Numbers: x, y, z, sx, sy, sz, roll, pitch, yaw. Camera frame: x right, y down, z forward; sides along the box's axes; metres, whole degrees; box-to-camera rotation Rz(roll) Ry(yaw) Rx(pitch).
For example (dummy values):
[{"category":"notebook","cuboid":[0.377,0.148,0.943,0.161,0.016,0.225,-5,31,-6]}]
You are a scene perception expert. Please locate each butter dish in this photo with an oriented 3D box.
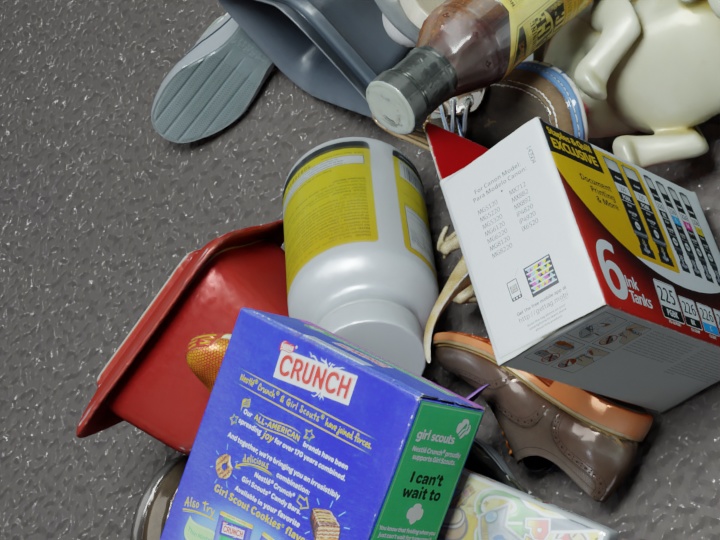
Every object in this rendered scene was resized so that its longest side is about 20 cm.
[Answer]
[{"category":"butter dish","cuboid":[-0.092,0.074,1.412,0.148,0.200,0.200,39,104,9]}]

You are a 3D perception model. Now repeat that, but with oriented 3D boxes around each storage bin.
[{"category":"storage bin","cuboid":[-0.004,-0.217,1.486,0.134,0.146,0.200,-46,24,-5]}]

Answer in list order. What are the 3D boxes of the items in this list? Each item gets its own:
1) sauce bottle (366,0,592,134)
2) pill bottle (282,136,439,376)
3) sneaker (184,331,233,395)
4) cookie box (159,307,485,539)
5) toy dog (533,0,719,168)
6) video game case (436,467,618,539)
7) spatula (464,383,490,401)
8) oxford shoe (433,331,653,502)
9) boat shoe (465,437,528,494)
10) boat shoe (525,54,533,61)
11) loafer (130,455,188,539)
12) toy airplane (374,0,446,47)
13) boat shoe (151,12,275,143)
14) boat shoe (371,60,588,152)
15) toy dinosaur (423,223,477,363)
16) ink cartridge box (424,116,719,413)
[{"category":"sauce bottle","cuboid":[0.082,-0.156,1.172,0.200,0.066,0.066,-42,34,-27]},{"category":"pill bottle","cuboid":[0.000,0.000,1.353,0.112,0.112,0.200,-37,33,24]},{"category":"sneaker","cuboid":[-0.059,0.115,1.311,0.073,0.200,0.077,-13,45,32]},{"category":"cookie box","cuboid":[-0.032,0.148,1.200,0.171,0.075,0.201,25,97,39]},{"category":"toy dog","cuboid":[0.205,-0.157,1.248,0.200,0.140,0.194,-17,39,39]},{"category":"video game case","cuboid":[0.056,0.232,1.187,0.182,0.023,0.201,19,91,33]},{"category":"spatula","cuboid":[0.042,0.097,1.295,0.056,0.021,0.200,-35,9,-15]},{"category":"oxford shoe","cuboid":[0.110,0.095,1.256,0.200,0.071,0.073,28,99,52]},{"category":"boat shoe","cuboid":[0.095,0.171,1.229,0.070,0.066,0.200,-50,43,13]},{"category":"boat shoe","cuboid":[0.110,-0.156,1.373,0.072,0.068,0.201,28,90,26]},{"category":"loafer","cuboid":[-0.139,0.246,1.427,0.071,0.073,0.201,1,74,34]},{"category":"toy airplane","cuboid":[0.035,-0.225,1.301,0.199,0.200,0.142,30,127,24]},{"category":"boat shoe","cuboid":[-0.108,-0.193,1.637,0.200,0.074,0.067,-39,19,24]},{"category":"boat shoe","cuboid":[0.078,-0.101,1.260,0.200,0.072,0.073,10,117,60]},{"category":"toy dinosaur","cuboid":[0.088,-0.011,1.294,0.200,0.058,0.101,-40,4,-21]},{"category":"ink cartridge box","cuboid":[0.147,-0.017,1.158,0.084,0.200,0.176,-32,61,29]}]
